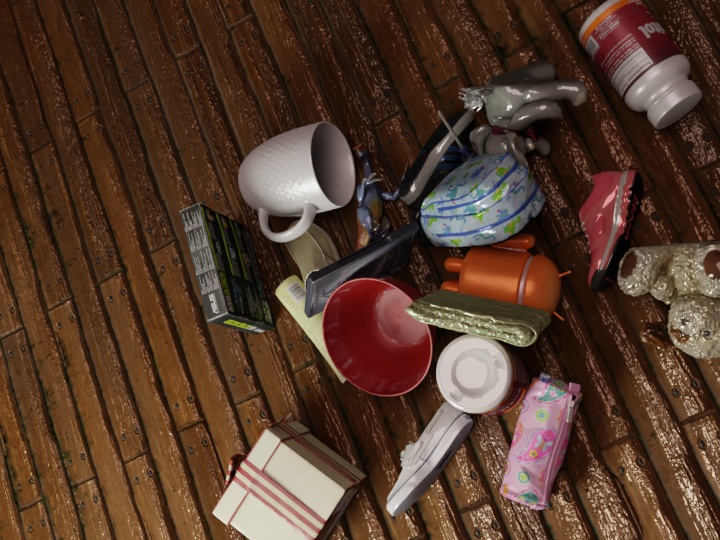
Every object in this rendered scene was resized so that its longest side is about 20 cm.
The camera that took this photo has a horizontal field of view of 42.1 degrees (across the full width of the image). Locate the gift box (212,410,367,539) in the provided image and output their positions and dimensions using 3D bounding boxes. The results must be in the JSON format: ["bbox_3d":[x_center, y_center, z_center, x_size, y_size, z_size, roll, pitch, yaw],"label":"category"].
[{"bbox_3d":[-0.110,0.343,1.525,0.186,0.185,0.201,33,89,13],"label":"gift box"}]

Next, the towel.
[{"bbox_3d":[0.174,0.067,1.379,0.198,0.148,0.037,10,101,19],"label":"towel"}]

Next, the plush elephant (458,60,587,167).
[{"bbox_3d":[0.256,-0.233,1.513,0.198,0.156,0.165,-14,29,-15],"label":"plush elephant"}]

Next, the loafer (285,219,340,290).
[{"bbox_3d":[-0.073,-0.005,1.615,0.200,0.068,0.076,52,127,19],"label":"loafer"}]

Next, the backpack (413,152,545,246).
[{"bbox_3d":[0.190,-0.107,1.454,0.163,0.155,0.199,-37,33,-22],"label":"backpack"}]

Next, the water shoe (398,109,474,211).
[{"bbox_3d":[0.141,-0.181,1.588,0.079,0.071,0.201,41,77,-21],"label":"water shoe"}]

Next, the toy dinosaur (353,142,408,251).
[{"bbox_3d":[0.006,-0.121,1.612,0.200,0.105,0.182,-41,51,20],"label":"toy dinosaur"}]

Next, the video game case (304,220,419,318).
[{"bbox_3d":[0.000,0.000,1.515,0.199,0.143,0.019,-29,71,-18],"label":"video game case"}]

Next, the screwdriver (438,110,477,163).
[{"bbox_3d":[0.160,-0.210,1.510,0.028,0.200,0.029,-3,62,25],"label":"screwdriver"}]

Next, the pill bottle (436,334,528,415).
[{"bbox_3d":[0.193,0.163,1.428,0.113,0.200,0.115,-4,80,20],"label":"pill bottle"}]

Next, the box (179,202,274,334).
[{"bbox_3d":[-0.227,0.002,1.614,0.047,0.193,0.202,-21,75,16],"label":"box"}]

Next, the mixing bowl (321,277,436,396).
[{"bbox_3d":[0.047,0.091,1.526,0.198,0.108,0.202,11,113,26],"label":"mixing bowl"}]

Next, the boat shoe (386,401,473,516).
[{"bbox_3d":[0.100,0.303,1.514,0.065,0.074,0.200,38,84,26],"label":"boat shoe"}]

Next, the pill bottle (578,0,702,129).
[{"bbox_3d":[0.443,-0.327,1.473,0.113,0.113,0.201,-35,72,11],"label":"pill bottle"}]

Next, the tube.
[{"bbox_3d":[-0.068,0.096,1.621,0.200,0.052,0.058,47,139,17],"label":"tube"}]

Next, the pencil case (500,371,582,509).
[{"bbox_3d":[0.280,0.263,1.441,0.087,0.087,0.202,17,87,22],"label":"pencil case"}]

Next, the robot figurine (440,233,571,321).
[{"bbox_3d":[0.231,0.026,1.486,0.198,0.117,0.145,10,56,22],"label":"robot figurine"}]

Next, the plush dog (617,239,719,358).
[{"bbox_3d":[0.502,0.045,1.391,0.199,0.159,0.174,-2,94,47],"label":"plush dog"}]

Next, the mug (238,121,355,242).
[{"bbox_3d":[-0.120,-0.143,1.619,0.174,0.147,0.202,-10,62,30],"label":"mug"}]

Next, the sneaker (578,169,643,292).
[{"bbox_3d":[0.383,-0.064,1.481,0.086,0.074,0.202,12,81,35],"label":"sneaker"}]
